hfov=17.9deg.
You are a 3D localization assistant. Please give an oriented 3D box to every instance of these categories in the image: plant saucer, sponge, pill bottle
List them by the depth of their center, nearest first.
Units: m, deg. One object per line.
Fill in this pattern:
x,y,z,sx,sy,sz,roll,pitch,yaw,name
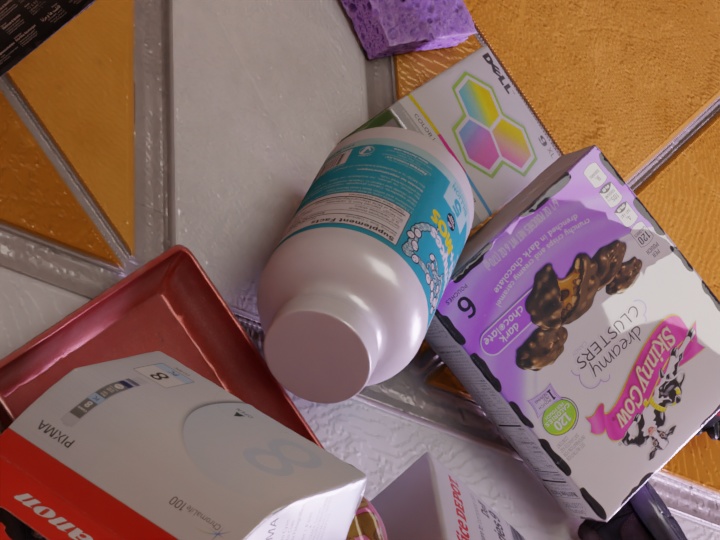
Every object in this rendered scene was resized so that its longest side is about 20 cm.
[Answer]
-0.114,0.108,1.349,0.201,0.037,0.199,55,39,-2,plant saucer
0.000,0.000,1.468,0.111,0.111,0.200,46,35,-14,pill bottle
0.006,-0.255,1.721,0.111,0.030,0.201,-17,79,-50,sponge

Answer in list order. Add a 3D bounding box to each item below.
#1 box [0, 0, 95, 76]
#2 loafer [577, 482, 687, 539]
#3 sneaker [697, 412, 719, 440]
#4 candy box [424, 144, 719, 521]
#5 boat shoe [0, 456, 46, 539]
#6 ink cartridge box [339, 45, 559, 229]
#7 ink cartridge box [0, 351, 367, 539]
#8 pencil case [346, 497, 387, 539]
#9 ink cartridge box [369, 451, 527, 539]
-0.192,-0.177,1.326,0.049,0.200,0.160,43,42,-19,box
0.226,0.240,1.613,0.201,0.063,0.072,57,9,-9,loafer
0.215,0.055,1.705,0.200,0.071,0.098,21,44,-32,sneaker
0.155,0.044,1.583,0.168,0.072,0.200,-42,99,-15,candy box
-0.180,0.183,1.207,0.057,0.067,0.201,9,56,-38,boat shoe
0.080,-0.095,1.668,0.104,0.059,0.200,56,39,-1,ink cartridge box
-0.117,0.106,1.201,0.160,0.048,0.200,29,20,29,ink cartridge box
-0.070,0.175,1.261,0.083,0.087,0.199,39,30,29,pencil case
0.086,0.227,1.402,0.200,0.084,0.146,42,14,-19,ink cartridge box
